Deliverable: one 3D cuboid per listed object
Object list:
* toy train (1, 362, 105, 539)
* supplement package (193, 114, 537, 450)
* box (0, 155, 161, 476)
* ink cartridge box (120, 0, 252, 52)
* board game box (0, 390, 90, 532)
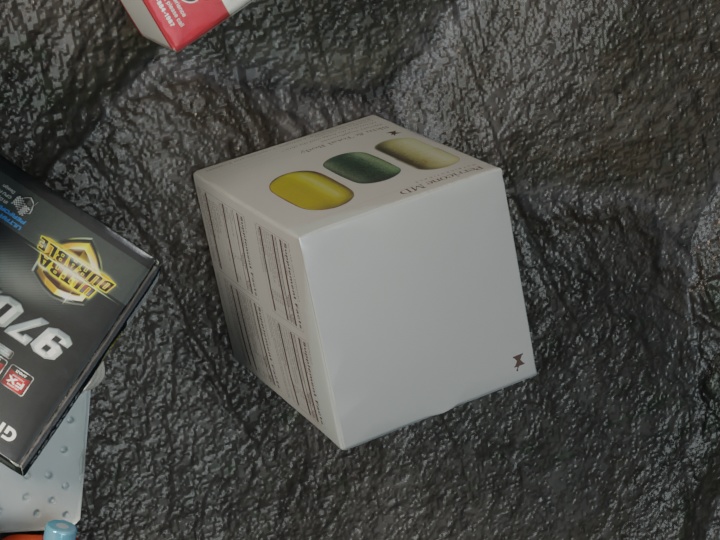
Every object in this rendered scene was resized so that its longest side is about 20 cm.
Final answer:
[{"bbox_3d":[-0.241,0.139,1.227,0.149,0.056,0.202,1,107,-26],"label":"toy train"},{"bbox_3d":[0.000,0.000,1.242,0.151,0.200,0.152,-19,112,-19],"label":"supplement package"},{"bbox_3d":[-0.251,0.009,1.150,0.199,0.046,0.160,34,74,0],"label":"box"},{"bbox_3d":[-0.089,-0.263,1.193,0.199,0.084,0.145,-36,115,-11],"label":"ink cartridge box"},{"bbox_3d":[-0.283,0.082,1.234,0.198,0.026,0.202,0,105,-25],"label":"board game box"}]
